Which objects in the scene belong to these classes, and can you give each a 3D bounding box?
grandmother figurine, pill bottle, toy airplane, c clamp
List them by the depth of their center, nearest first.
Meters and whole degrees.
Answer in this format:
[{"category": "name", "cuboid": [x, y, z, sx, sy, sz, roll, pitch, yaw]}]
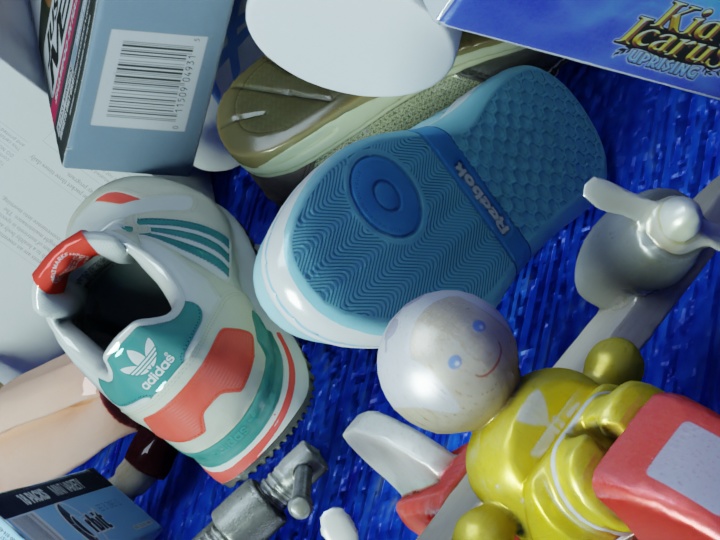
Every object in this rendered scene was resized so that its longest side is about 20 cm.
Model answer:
[{"category": "toy airplane", "cuboid": [0.050, 0.059, 0.860, 0.199, 0.141, 0.200, -30, 27, 21]}, {"category": "c clamp", "cuboid": [-0.084, 0.127, 0.994, 0.200, 0.027, 0.171, -43, 1, 11]}, {"category": "pill bottle", "cuboid": [0.016, -0.173, 1.036, 0.111, 0.111, 0.201, -15, 53, 44]}, {"category": "grandmother figurine", "cuboid": [-0.100, 0.047, 1.141, 0.200, 0.060, 0.122, -30, 56, 35]}]

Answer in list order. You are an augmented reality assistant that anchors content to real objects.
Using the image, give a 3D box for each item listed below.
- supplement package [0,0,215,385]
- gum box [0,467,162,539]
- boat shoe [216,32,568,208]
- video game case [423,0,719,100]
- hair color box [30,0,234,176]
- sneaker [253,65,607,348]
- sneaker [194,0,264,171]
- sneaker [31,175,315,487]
[{"category": "supplement package", "cuboid": [-0.208, -0.052, 1.243, 0.200, 0.191, 0.147, -40, 34, 19]}, {"category": "gum box", "cuboid": [-0.169, 0.172, 1.031, 0.200, 0.044, 0.170, -51, -6, 4]}, {"category": "boat shoe", "cuboid": [0.039, -0.088, 1.083, 0.200, 0.066, 0.072, -28, 49, 3]}, {"category": "video game case", "cuboid": [0.080, -0.139, 0.920, 0.046, 0.199, 0.182, -53, 45, 30]}, {"category": "hair color box", "cuboid": [-0.107, -0.142, 1.161, 0.201, 0.060, 0.099, -107, 27, -48]}, {"category": "sneaker", "cuboid": [0.000, 0.000, 0.992, 0.130, 0.080, 0.200, -33, -3, 38]}, {"category": "sneaker", "cuboid": [-0.012, -0.100, 1.159, 0.200, 0.072, 0.073, -37, 45, 29]}, {"category": "sneaker", "cuboid": [-0.088, 0.001, 1.037, 0.070, 0.093, 0.200, -47, 34, 8]}]
